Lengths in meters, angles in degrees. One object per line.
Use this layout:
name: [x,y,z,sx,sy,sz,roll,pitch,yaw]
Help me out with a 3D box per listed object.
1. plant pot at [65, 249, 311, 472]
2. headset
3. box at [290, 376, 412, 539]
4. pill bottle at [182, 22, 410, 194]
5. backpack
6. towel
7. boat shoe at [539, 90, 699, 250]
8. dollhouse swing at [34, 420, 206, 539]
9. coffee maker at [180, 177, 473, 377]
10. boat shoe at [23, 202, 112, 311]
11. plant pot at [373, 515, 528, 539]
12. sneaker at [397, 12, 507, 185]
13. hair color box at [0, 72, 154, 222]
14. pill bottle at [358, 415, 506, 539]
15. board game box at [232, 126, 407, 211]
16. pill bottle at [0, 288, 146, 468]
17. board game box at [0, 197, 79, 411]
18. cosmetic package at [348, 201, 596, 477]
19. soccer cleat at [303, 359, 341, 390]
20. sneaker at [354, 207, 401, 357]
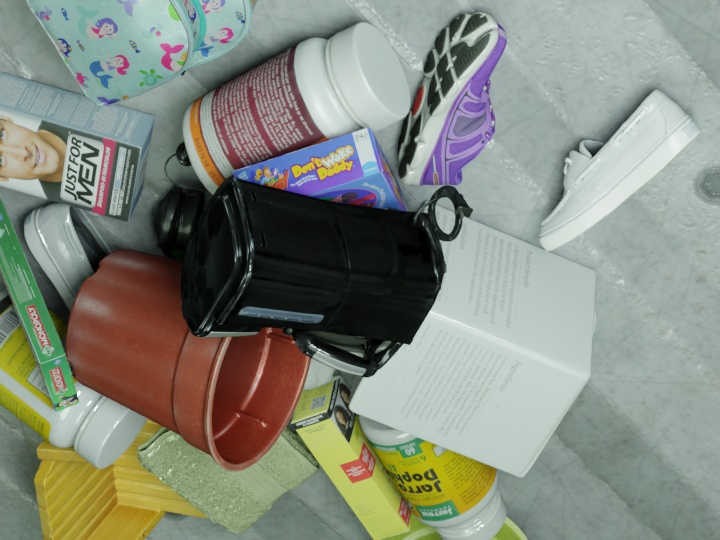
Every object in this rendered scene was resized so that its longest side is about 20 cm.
plant pot: [-0.178,0.076,1.631,0.194,0.201,0.202,17,133,24]
headset: [-0.152,-0.064,1.654,0.122,0.095,0.201,1,144,15]
box: [-0.006,0.209,1.827,0.050,0.076,0.201,-18,122,23]
pill bottle: [-0.059,-0.148,1.528,0.199,0.115,0.114,-24,121,27]
backpack: [-0.193,-0.255,1.455,0.198,0.151,0.178,-19,122,18]
towel: [-0.147,0.212,1.825,0.148,0.037,0.200,-40,130,5]
boat shoe: [0.231,-0.095,1.543,0.069,0.072,0.200,51,133,5]
dollhouse swing: [-0.244,0.255,1.857,0.174,0.182,0.202,19,131,20]
coffee maker: [-0.039,-0.015,1.428,0.198,0.135,0.194,10,114,-31]
boat shoe: [-0.277,0.008,1.728,0.068,0.072,0.201,-20,113,24]
plant pot: [0.105,0.402,1.902,0.198,0.202,0.185,5,141,6]
sneaker: [0.098,-0.159,1.530,0.082,0.081,0.201,7,138,-16]
hair color box: [-0.314,-0.128,1.626,0.198,0.061,0.100,16,130,-1]
pill bottle: [0.086,0.210,1.784,0.112,0.113,0.201,-16,124,22]
board game box: [-0.031,-0.064,1.542,0.133,0.045,0.200,-17,164,5]
pill bottle: [-0.330,0.118,1.749,0.199,0.114,0.115,36,130,12]
board game box: [-0.340,0.030,1.652,0.029,0.201,0.135,-21,158,-13]
cosmetic package: [0.115,0.070,1.634,0.198,0.166,0.166,23,130,-6]
soccer cleat: [-0.042,0.037,1.710,0.077,0.069,0.202,-6,125,-26]
sneaker: [0.000,0.000,1.599,0.074,0.087,0.201,22,133,-6]
